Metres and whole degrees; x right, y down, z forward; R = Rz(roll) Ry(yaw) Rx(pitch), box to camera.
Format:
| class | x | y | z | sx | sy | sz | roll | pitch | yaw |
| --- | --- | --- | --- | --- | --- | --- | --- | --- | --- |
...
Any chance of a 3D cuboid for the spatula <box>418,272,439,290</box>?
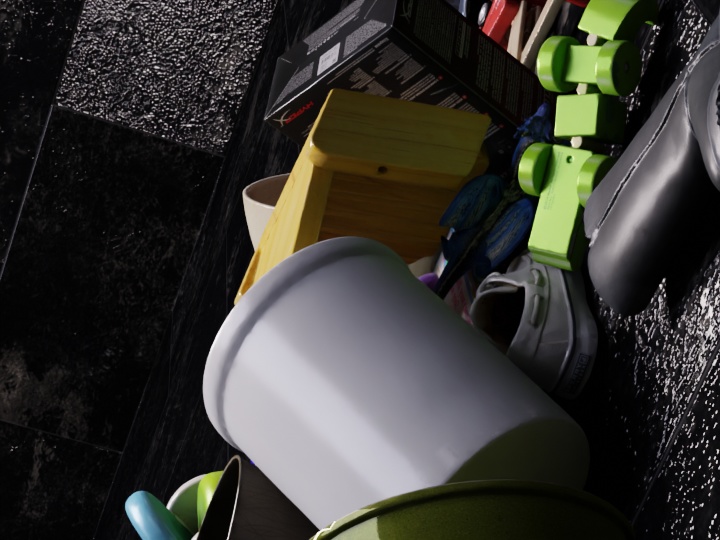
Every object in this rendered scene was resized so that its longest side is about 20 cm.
| class | x | y | z | sx | sy | sz | roll | pitch | yaw |
| --- | --- | --- | --- | --- | --- | --- | --- | --- | --- |
| spatula | -0.016 | 0.068 | 1.535 | 0.200 | 0.021 | 0.057 | -38 | 28 | 8 |

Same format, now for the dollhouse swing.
| class | x | y | z | sx | sy | sz | roll | pitch | yaw |
| --- | --- | --- | --- | --- | --- | --- | --- | --- | --- |
| dollhouse swing | 0.000 | 0.000 | 1.398 | 0.200 | 0.181 | 0.176 | 119 | 152 | -47 |

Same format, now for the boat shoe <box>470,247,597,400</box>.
| class | x | y | z | sx | sy | sz | roll | pitch | yaw |
| --- | --- | --- | --- | --- | --- | --- | --- | --- | --- |
| boat shoe | 0.112 | 0.026 | 1.300 | 0.200 | 0.070 | 0.071 | -95 | 25 | -67 |

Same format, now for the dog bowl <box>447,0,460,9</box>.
| class | x | y | z | sx | sy | sz | roll | pitch | yaw |
| --- | --- | --- | --- | --- | --- | --- | --- | --- | --- |
| dog bowl | 0.062 | -0.171 | 1.782 | 0.200 | 0.059 | 0.200 | -60 | 15 | 28 |

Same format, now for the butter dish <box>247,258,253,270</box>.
| class | x | y | z | sx | sy | sz | roll | pitch | yaw |
| --- | --- | --- | --- | --- | --- | --- | --- | --- | --- |
| butter dish | -0.039 | 0.020 | 1.828 | 0.200 | 0.147 | 0.200 | -87 | 17 | -50 |

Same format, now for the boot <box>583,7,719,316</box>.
| class | x | y | z | sx | sy | sz | roll | pitch | yaw |
| --- | --- | --- | --- | --- | --- | --- | --- | --- | --- |
| boot | 0.184 | -0.043 | 1.071 | 0.200 | 0.065 | 0.165 | -57 | 11 | 45 |

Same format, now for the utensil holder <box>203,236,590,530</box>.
| class | x | y | z | sx | sy | sz | roll | pitch | yaw |
| --- | --- | --- | --- | --- | --- | --- | --- | --- | --- |
| utensil holder | 0.024 | 0.099 | 1.197 | 0.200 | 0.170 | 0.170 | 40 | 119 | 37 |

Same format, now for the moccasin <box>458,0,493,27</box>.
| class | x | y | z | sx | sy | sz | roll | pitch | yaw |
| --- | --- | --- | --- | --- | --- | --- | --- | --- | --- |
| moccasin | 0.132 | -0.273 | 1.629 | 0.068 | 0.080 | 0.201 | -65 | -14 | -59 |

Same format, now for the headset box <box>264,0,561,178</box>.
| class | x | y | z | sx | sy | sz | roll | pitch | yaw |
| --- | --- | --- | --- | --- | --- | --- | --- | --- | --- |
| headset box | 0.050 | -0.122 | 1.468 | 0.149 | 0.200 | 0.077 | -32 | 36 | 38 |

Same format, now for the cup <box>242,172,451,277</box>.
| class | x | y | z | sx | sy | sz | roll | pitch | yaw |
| --- | --- | --- | --- | --- | --- | --- | --- | --- | --- |
| cup | -0.001 | -0.003 | 1.647 | 0.200 | 0.200 | 0.144 | -123 | 31 | -75 |

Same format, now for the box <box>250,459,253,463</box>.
| class | x | y | z | sx | sy | sz | roll | pitch | yaw |
| --- | --- | --- | --- | --- | --- | --- | --- | --- | --- |
| box | -0.032 | 0.214 | 1.557 | 0.200 | 0.105 | 0.185 | -169 | 84 | -79 |

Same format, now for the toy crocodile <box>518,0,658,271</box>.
| class | x | y | z | sx | sy | sz | roll | pitch | yaw |
| --- | --- | --- | --- | --- | --- | --- | --- | --- | --- |
| toy crocodile | 0.158 | -0.098 | 1.293 | 0.067 | 0.062 | 0.201 | 9 | 87 | 43 |

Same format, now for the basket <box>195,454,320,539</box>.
| class | x | y | z | sx | sy | sz | roll | pitch | yaw |
| --- | --- | --- | --- | --- | --- | --- | --- | --- | --- |
| basket | -0.018 | 0.240 | 1.298 | 0.136 | 0.199 | 0.181 | -116 | 45 | -74 |

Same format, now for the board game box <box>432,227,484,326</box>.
| class | x | y | z | sx | sy | sz | roll | pitch | yaw |
| --- | --- | --- | --- | --- | --- | --- | --- | --- | --- |
| board game box | 0.077 | 0.064 | 1.504 | 0.200 | 0.034 | 0.135 | -98 | 27 | -64 |

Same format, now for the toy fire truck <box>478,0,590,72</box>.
| class | x | y | z | sx | sy | sz | roll | pitch | yaw |
| --- | --- | --- | --- | --- | --- | --- | --- | --- | --- |
| toy fire truck | 0.133 | -0.194 | 1.557 | 0.141 | 0.049 | 0.200 | -100 | 29 | -65 |

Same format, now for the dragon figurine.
| class | x | y | z | sx | sy | sz | roll | pitch | yaw |
| --- | --- | --- | --- | --- | --- | --- | --- | --- | --- |
| dragon figurine | 0.096 | -0.035 | 1.386 | 0.200 | 0.059 | 0.099 | -51 | -9 | -9 |

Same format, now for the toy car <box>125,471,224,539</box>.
| class | x | y | z | sx | sy | sz | roll | pitch | yaw |
| --- | --- | --- | --- | --- | --- | --- | --- | --- | --- |
| toy car | -0.142 | 0.253 | 1.449 | 0.175 | 0.149 | 0.201 | -135 | 50 | -73 |

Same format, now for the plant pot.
| class | x | y | z | sx | sy | sz | roll | pitch | yaw |
| --- | --- | --- | --- | --- | --- | --- | --- | --- | --- |
| plant pot | 0.066 | 0.245 | 0.993 | 0.201 | 0.200 | 0.193 | 120 | 150 | -48 |
